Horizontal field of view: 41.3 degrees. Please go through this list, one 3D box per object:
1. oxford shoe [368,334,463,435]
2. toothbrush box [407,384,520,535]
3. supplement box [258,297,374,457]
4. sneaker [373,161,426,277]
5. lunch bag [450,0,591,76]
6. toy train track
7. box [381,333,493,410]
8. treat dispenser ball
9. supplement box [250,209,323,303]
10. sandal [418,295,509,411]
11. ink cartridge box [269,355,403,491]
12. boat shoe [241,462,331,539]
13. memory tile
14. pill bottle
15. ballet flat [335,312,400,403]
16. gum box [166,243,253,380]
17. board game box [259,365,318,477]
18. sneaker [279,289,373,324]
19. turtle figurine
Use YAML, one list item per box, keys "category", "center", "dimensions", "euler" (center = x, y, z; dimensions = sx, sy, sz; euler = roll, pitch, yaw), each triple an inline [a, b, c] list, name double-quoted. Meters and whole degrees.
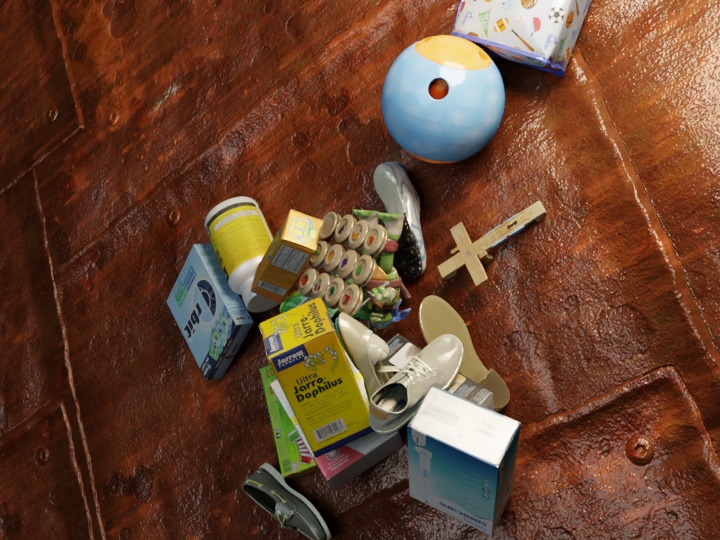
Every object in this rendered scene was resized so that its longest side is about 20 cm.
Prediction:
- category: "oxford shoe"
  center: [0.086, 0.164, 1.437]
  dimensions: [0.075, 0.058, 0.200]
  euler: [29, 59, 36]
- category: "toothbrush box"
  center: [0.151, 0.284, 1.415]
  dimensions: [0.145, 0.202, 0.086]
  euler: [20, 51, 23]
- category: "supplement box"
  center: [-0.066, 0.165, 1.475]
  dimensions: [0.108, 0.202, 0.109]
  euler: [-23, 29, -3]
- category: "sneaker"
  center: [0.080, -0.090, 1.629]
  dimensions: [0.072, 0.072, 0.203]
  euler: [-19, 85, 50]
- category: "lunch bag"
  center: [0.255, -0.422, 1.522]
  dimensions: [0.198, 0.123, 0.172]
  euler: [23, 96, 28]
- category: "toy train track"
  center: [0.216, -0.045, 1.546]
  dimensions: [0.199, 0.032, 0.116]
  euler: [-34, 58, 20]
- category: "box"
  center: [0.118, 0.200, 1.517]
  dimensions: [0.199, 0.118, 0.060]
  euler: [32, 58, 34]
- category: "treat dispenser ball"
  center: [0.133, -0.274, 1.534]
  dimensions: [0.199, 0.200, 0.204]
  euler: [-6, 79, 34]
- category: "supplement box"
  center: [-0.127, -0.022, 1.631]
  dimensions: [0.200, 0.068, 0.067]
  euler: [130, 157, -54]
- category: "sandal"
  center: [0.153, 0.146, 1.536]
  dimensions: [0.213, 0.077, 0.070]
  euler: [53, 151, 15]
- category: "ink cartridge box"
  center: [-0.042, 0.242, 1.608]
  dimensions: [0.144, 0.084, 0.201]
  euler: [-33, 64, -6]
- category: "boat shoe"
  center: [-0.131, 0.419, 1.679]
  dimensions: [0.201, 0.060, 0.073]
  euler: [33, 142, 38]
- category: "memory tile"
  center: [-0.033, -0.015, 1.545]
  dimensions: [0.199, 0.017, 0.155]
  euler: [20, 86, 59]
- category: "pill bottle"
  center: [-0.210, -0.028, 1.791]
  dimensions: [0.112, 0.112, 0.202]
  euler: [-38, 62, 24]
- category: "ballet flat"
  center: [0.024, 0.146, 1.475]
  dimensions: [0.069, 0.070, 0.202]
  euler: [-6, 118, 34]
- category: "gum box"
  center: [-0.294, 0.079, 1.846]
  dimensions: [0.201, 0.044, 0.171]
  euler: [57, 133, 28]
- category: "board game box"
  center: [-0.110, 0.258, 1.714]
  dimensions: [0.101, 0.047, 0.202]
  euler: [-25, 69, 29]
- category: "sneaker"
  center: [-0.065, 0.071, 1.696]
  dimensions: [0.198, 0.074, 0.085]
  euler: [-12, 72, 33]
- category: "turtle figurine"
  center: [0.000, 0.000, 1.569]
  dimensions: [0.197, 0.144, 0.197]
  euler: [4, 95, -9]
